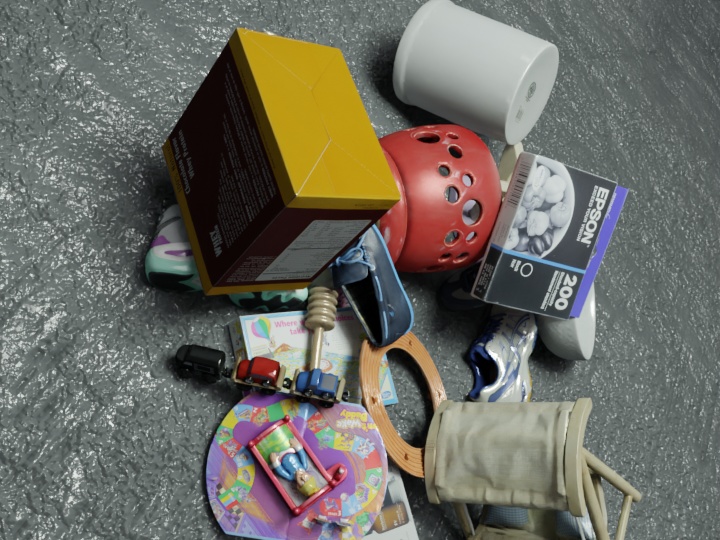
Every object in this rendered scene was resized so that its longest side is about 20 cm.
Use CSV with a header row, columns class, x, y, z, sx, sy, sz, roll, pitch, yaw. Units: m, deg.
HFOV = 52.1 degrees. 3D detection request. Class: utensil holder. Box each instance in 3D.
class,x,y,z,sx,sy,sz,roll,pitch,yaw
utensil holder,0.178,-0.304,1.130,0.199,0.171,0.170,29,45,24

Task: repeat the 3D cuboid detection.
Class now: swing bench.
class,x,y,z,sx,sy,sz,roll,pitch,yaw
swing bench,0.202,0.262,0.890,0.200,0.198,0.130,55,46,-28

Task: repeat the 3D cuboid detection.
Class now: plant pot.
class,x,y,z,sx,sy,sz,roll,pitch,yaw
plant pot,0.060,-0.093,0.987,0.182,0.200,0.201,-7,74,-32

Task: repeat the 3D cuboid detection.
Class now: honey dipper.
class,x,y,z,sx,sy,sz,roll,pitch,yaw
honey dipper,-0.053,0.117,0.868,0.038,0.038,0.201,19,61,-27

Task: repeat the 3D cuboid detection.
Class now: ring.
class,x,y,z,sx,sy,sz,roll,pitch,yaw
ring,0.056,0.163,0.939,0.200,0.019,0.201,36,43,-42

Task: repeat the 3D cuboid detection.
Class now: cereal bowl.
class,x,y,z,sx,sy,sz,roll,pitch,yaw
cereal bowl,0.311,0.041,1.155,0.200,0.083,0.201,14,74,-62

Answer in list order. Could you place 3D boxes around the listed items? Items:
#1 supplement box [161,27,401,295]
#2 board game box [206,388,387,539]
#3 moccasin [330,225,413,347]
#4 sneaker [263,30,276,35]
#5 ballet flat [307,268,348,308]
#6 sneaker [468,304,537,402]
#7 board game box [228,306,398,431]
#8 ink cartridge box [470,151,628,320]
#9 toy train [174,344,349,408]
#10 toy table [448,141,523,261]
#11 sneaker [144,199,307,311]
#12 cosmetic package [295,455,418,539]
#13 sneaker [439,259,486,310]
class,x,y,z,sx,sy,sz,roll,pitch,yaw
supplement box,-0.094,-0.107,0.790,0.132,0.200,0.198,-3,63,-41
board game box,-0.066,0.210,0.793,0.199,0.039,0.159,10,69,-4
moccasin,0.000,0.000,0.885,0.200,0.080,0.068,57,44,-6
sneaker,-0.146,-0.223,0.967,0.075,0.090,0.201,14,61,-30
ballet flat,-0.075,-0.031,0.942,0.200,0.071,0.069,49,52,-7
sneaker,0.204,0.109,1.076,0.088,0.075,0.201,21,58,-26
board game box,-0.055,0.117,0.913,0.199,0.034,0.135,-3,71,-36
ink cartridge box,0.265,-0.036,0.979,0.199,0.043,0.199,12,102,-28
toy train,-0.109,0.114,0.815,0.199,0.046,0.034,12,47,1
toy table,0.227,-0.095,1.159,0.183,0.117,0.201,-6,72,-37
sneaker,-0.150,-0.035,0.886,0.199,0.078,0.141,17,61,-30
cosmetic package,-0.009,0.307,0.850,0.150,0.052,0.201,-7,73,-35
sneaker,0.199,-0.008,1.053,0.082,0.199,0.070,55,15,-51
